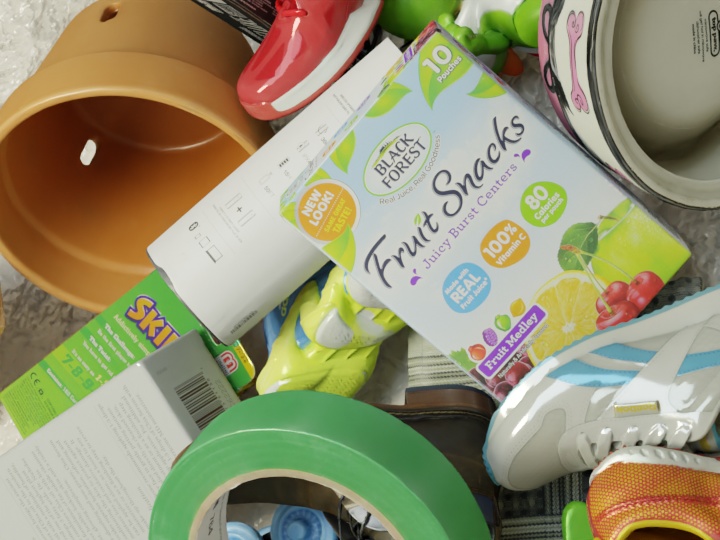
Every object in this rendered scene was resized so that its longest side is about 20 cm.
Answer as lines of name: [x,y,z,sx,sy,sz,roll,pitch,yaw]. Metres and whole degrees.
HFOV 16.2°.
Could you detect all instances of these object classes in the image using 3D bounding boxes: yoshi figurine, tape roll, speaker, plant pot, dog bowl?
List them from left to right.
plant pot: [-0.139,-0.086,1.648,0.199,0.200,0.141,-21,38,24]
speaker: [-0.031,-0.048,1.535,0.200,0.081,0.081,-41,59,3]
tape roll: [-0.023,0.167,1.451,0.199,0.048,0.202,10,119,18]
yoshi figurine: [0.076,-0.175,1.568,0.199,0.112,0.113,-21,81,46]
dog bowl: [0.187,-0.139,1.469,0.074,0.199,0.201,16,84,53]

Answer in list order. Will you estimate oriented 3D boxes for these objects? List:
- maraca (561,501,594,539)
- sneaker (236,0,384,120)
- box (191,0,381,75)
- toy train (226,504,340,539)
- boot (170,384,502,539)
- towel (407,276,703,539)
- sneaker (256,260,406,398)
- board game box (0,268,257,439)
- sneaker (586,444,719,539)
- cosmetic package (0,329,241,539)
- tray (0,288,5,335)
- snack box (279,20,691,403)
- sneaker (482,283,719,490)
maraca: [0.136,0.223,1.436,0.136,0.107,0.201,27,84,0]
sneaker: [-0.033,-0.198,1.543,0.200,0.115,0.078,-54,34,-7]
box: [-0.041,-0.225,1.617,0.050,0.200,0.159,15,83,34]
toy train: [-0.057,0.212,1.574,0.199,0.087,0.115,-23,74,21]
boot: [-0.010,0.129,1.487,0.198,0.075,0.097,-11,47,-1]
towel: [0.118,0.107,1.533,0.199,0.034,0.194,-7,75,27]
sneaker: [0.000,0.000,1.577,0.200,0.076,0.105,-43,38,21]
board game box: [-0.149,0.073,1.653,0.200,0.030,0.096,-37,81,36]
sneaker: [0.225,0.143,1.403,0.198,0.073,0.078,-2,60,6]
cosmetic package: [-0.160,0.132,1.618,0.200,0.071,0.102,-33,89,33]
tray: [-0.279,0.032,1.713,0.200,0.037,0.099,129,135,-59]
snack box: [0.072,-0.025,1.475,0.200,0.053,0.142,40,99,-10]
sneaker: [0.163,0.078,1.441,0.199,0.077,0.081,-27,54,7]
